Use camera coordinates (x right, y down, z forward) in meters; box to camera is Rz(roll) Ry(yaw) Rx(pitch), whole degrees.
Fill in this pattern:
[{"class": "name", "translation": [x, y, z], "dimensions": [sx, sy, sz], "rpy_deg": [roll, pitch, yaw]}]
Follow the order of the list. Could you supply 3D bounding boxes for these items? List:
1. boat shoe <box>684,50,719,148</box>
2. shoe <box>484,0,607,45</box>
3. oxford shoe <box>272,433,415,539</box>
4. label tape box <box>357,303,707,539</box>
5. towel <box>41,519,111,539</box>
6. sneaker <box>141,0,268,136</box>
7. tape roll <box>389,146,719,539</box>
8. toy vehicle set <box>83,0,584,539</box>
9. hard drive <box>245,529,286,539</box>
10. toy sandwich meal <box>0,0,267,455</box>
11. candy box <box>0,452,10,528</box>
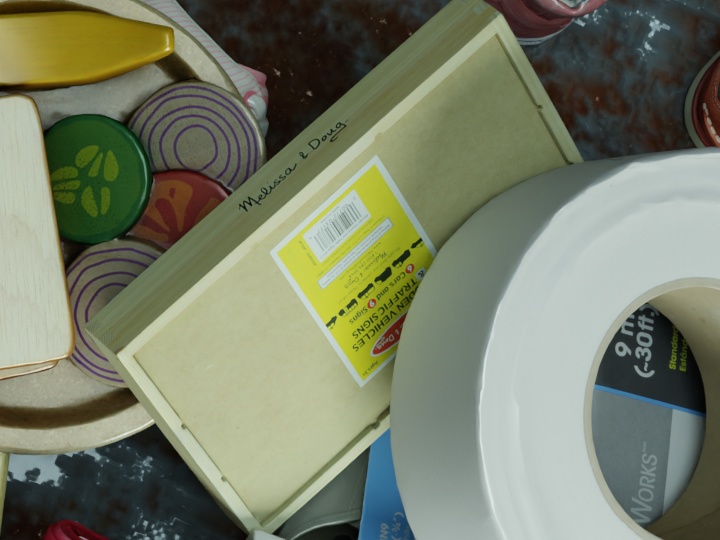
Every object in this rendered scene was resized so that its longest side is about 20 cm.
[{"class": "boat shoe", "translation": [0.222, -0.124, 1.288], "dimensions": [0.071, 0.063, 0.200], "rpy_deg": [45, 77, -7]}, {"class": "shoe", "translation": [0.098, -0.197, 1.243], "dimensions": [0.071, 0.091, 0.202], "rpy_deg": [16, 85, -13]}, {"class": "oxford shoe", "translation": [0.020, 0.088, 1.233], "dimensions": [0.075, 0.058, 0.200], "rpy_deg": [41, 78, -8]}, {"class": "label tape box", "translation": [0.105, 0.082, 1.217], "dimensions": [0.199, 0.063, 0.145], "rpy_deg": [16, 72, -27]}, {"class": "towel", "translation": [-0.097, 0.200, 1.166], "dimensions": [0.144, 0.023, 0.201], "rpy_deg": [24, 116, -11]}, {"class": "sneaker", "translation": [-0.065, -0.024, 1.204], "dimensions": [0.104, 0.075, 0.201], "rpy_deg": [-30, 91, -8]}, {"class": "tape roll", "translation": [0.113, 0.055, 1.138], "dimensions": [0.201, 0.071, 0.204], "rpy_deg": [1, 87, -28]}, {"class": "toy vehicle set", "translation": [0.000, 0.000, 1.146], "dimensions": [0.200, 0.026, 0.125], "rpy_deg": [-41, 132, -11]}, {"class": "hard drive", "translation": [0.022, 0.186, 1.203], "dimensions": [0.199, 0.132, 0.026], "rpy_deg": [21, 39, -14]}, {"class": "toy sandwich meal", "translation": [-0.132, -0.021, 1.122], "dimensions": [0.203, 0.070, 0.207], "rpy_deg": [0, 90, -4]}, {"class": "candy box", "translation": [-0.199, 0.061, 1.179], "dimensions": [0.115, 0.055, 0.202], "rpy_deg": [7, 86, -12]}]
